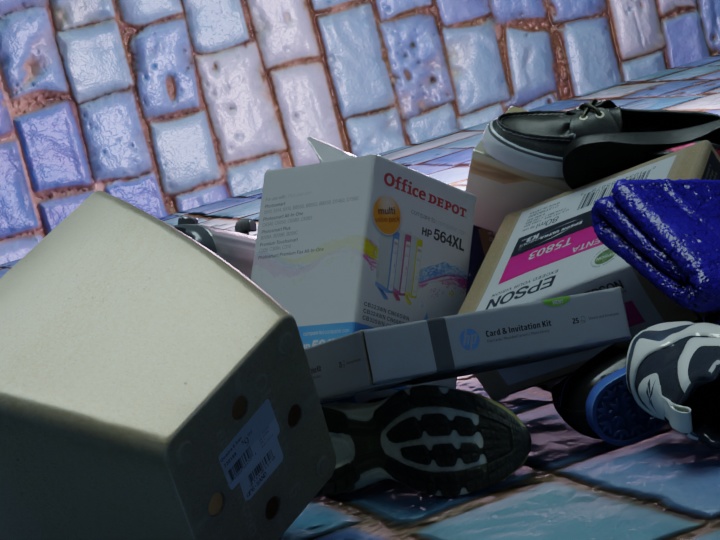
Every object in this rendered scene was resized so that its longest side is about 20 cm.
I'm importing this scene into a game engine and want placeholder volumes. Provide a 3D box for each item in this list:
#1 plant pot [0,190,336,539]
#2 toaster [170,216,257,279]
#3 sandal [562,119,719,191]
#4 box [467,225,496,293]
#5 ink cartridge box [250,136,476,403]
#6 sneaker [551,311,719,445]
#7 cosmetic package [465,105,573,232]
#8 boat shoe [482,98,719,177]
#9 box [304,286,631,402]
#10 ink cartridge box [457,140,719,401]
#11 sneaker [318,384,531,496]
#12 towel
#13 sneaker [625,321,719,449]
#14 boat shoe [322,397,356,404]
[{"bbox_3d":[-0.132,0.099,1.346,0.177,0.201,0.200,15,45,33],"label":"plant pot"},{"bbox_3d":[-0.115,0.057,1.756,0.129,0.201,0.113,2,-4,-45],"label":"toaster"},{"bbox_3d":[0.260,-0.079,1.682,0.199,0.075,0.045,-5,41,2],"label":"sandal"},{"bbox_3d":[0.071,0.022,1.818,0.199,0.122,0.032,-16,7,-9],"label":"box"},{"bbox_3d":[0.000,0.000,1.694,0.125,0.201,0.128,-5,-18,43],"label":"ink cartridge box"},{"bbox_3d":[0.226,0.063,1.474,0.199,0.070,0.078,-17,14,-20],"label":"sneaker"},{"bbox_3d":[0.195,-0.061,1.772,0.199,0.071,0.105,18,33,15],"label":"cosmetic package"},{"bbox_3d":[0.200,-0.111,1.729,0.199,0.057,0.069,6,33,-4],"label":"boat shoe"},{"bbox_3d":[0.063,0.054,1.473,0.199,0.041,0.156,-8,-5,-23],"label":"box"},{"bbox_3d":[0.184,-0.001,1.637,0.199,0.075,0.165,-21,24,34],"label":"ink cartridge box"},{"bbox_3d":[0.044,0.111,1.473,0.199,0.077,0.088,-4,5,41],"label":"sneaker"},{"bbox_3d":[0.277,-0.025,1.489,0.199,0.050,0.148,-6,28,-28],"label":"towel"},{"bbox_3d":[0.276,0.069,1.353,0.198,0.080,0.130,-3,20,-4],"label":"sneaker"},{"bbox_3d":[-0.086,0.131,1.577,0.072,0.073,0.200,-13,-3,40],"label":"boat shoe"}]
